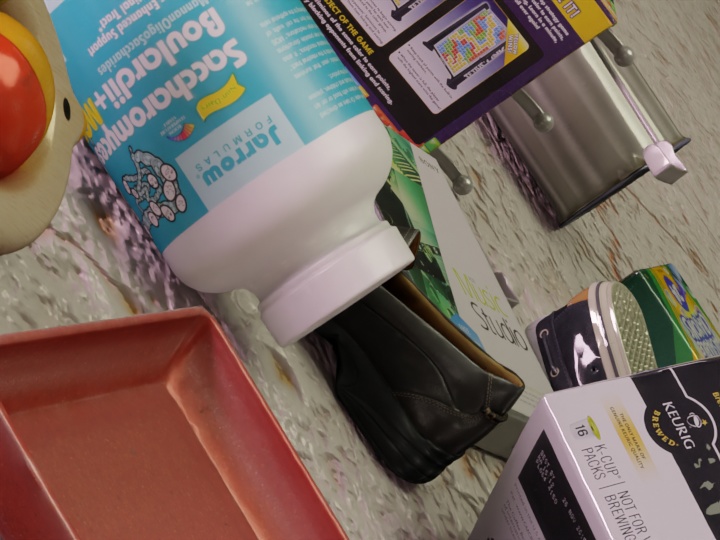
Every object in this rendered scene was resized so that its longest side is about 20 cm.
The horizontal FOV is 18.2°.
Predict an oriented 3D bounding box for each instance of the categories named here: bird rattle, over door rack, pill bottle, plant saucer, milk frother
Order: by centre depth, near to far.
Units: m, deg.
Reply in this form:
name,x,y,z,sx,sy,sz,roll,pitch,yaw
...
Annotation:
name,x,y,z,sx,sy,sz,roll,pitch,yaw
plant saucer,-0.052,0.110,0.770,0.200,0.037,0.200,58,18,8
bird rattle,-0.144,-0.082,0.782,0.200,0.112,0.164,-84,154,-61
pill bottle,-0.060,-0.069,0.954,0.201,0.111,0.111,56,17,2
over door rack,0.109,-0.083,1.387,0.066,0.148,0.201,29,30,-47
milk frother,0.182,-0.165,1.659,0.189,0.199,0.180,57,13,3

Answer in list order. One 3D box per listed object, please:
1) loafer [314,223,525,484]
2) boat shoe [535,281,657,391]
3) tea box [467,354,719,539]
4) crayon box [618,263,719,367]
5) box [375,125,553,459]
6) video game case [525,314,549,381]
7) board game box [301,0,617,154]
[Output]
name,x,y,z,sx,sy,sz,roll,pitch,yaw
loafer,0.000,0.000,1.057,0.200,0.072,0.073,54,18,-3
boat shoe,0.144,0.106,1.280,0.075,0.062,0.201,23,52,-58
tea box,0.185,0.153,1.021,0.196,0.134,0.201,-10,57,-22
crayon box,0.246,0.092,1.601,0.201,0.051,0.126,59,17,8
box,0.037,0.005,1.214,0.144,0.036,0.201,27,32,-58
video game case,0.185,0.134,1.398,0.182,0.024,0.201,28,33,-57
board game box,0.028,-0.183,1.318,0.200,0.165,0.057,50,18,-21
